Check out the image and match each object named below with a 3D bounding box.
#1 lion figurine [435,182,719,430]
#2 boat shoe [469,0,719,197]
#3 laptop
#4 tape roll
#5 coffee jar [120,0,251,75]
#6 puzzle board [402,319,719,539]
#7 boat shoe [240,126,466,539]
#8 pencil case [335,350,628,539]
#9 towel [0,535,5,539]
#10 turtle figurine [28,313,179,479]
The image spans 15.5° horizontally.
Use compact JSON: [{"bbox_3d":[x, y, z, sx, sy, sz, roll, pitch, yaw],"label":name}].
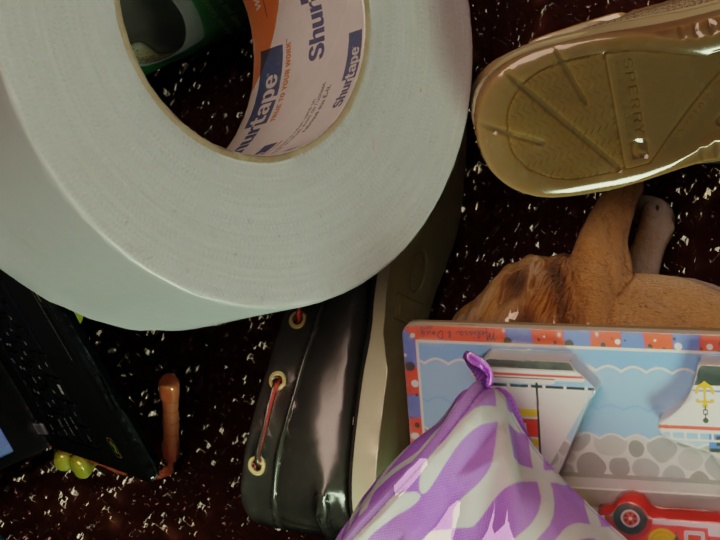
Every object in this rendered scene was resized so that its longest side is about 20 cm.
[{"bbox_3d":[0.120,0.029,0.926,0.199,0.073,0.123,10,65,27],"label":"lion figurine"},{"bbox_3d":[0.136,-0.071,0.911,0.198,0.065,0.072,-5,107,-1],"label":"boat shoe"},{"bbox_3d":[-0.181,0.016,0.939,0.103,0.200,0.178,-34,104,-18],"label":"laptop"},{"bbox_3d":[-0.057,-0.083,0.875,0.066,0.199,0.202,-13,69,49],"label":"tape roll"},{"bbox_3d":[-0.074,-0.131,1.015,0.199,0.104,0.086,-22,48,11],"label":"coffee jar"},{"bbox_3d":[0.114,0.092,0.900,0.198,0.017,0.152,1,112,17],"label":"puzzle board"},{"bbox_3d":[-0.001,-0.001,0.974,0.063,0.074,0.203,5,76,21],"label":"boat shoe"},{"bbox_3d":[0.084,0.124,0.870,0.200,0.084,0.086,41,88,-2],"label":"pencil case"},{"bbox_3d":[-0.120,0.160,0.944,0.022,0.147,0.200,-32,63,-34],"label":"towel"},{"bbox_3d":[-0.146,-0.011,1.016,0.160,0.064,0.201,-7,111,23],"label":"turtle figurine"}]
